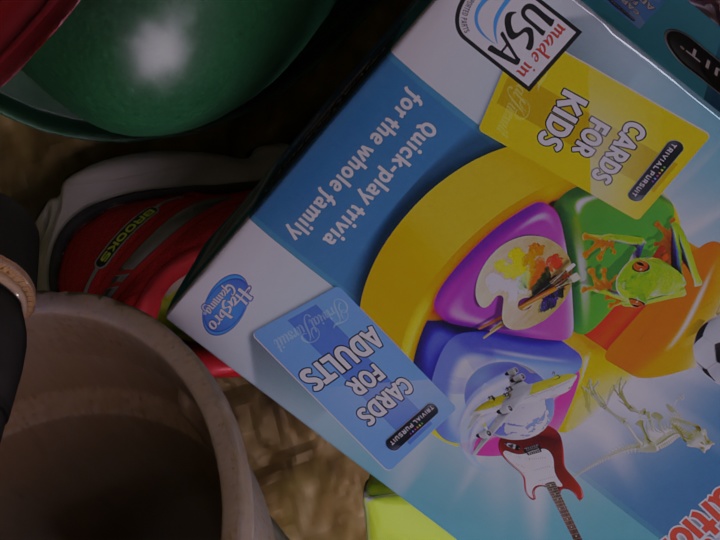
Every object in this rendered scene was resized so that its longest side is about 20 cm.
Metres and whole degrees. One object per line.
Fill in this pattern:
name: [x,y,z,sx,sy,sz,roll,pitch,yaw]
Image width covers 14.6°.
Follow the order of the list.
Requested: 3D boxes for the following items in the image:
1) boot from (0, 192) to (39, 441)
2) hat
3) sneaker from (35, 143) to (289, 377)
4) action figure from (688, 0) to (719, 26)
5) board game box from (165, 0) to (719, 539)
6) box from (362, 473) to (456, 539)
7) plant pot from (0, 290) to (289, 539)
boot: [-0.189,0.048,0.740,0.199,0.139,0.078,-5,149,10]
hat: [-0.042,-0.065,0.748,0.200,0.176,0.166,-36,126,3]
sneaker: [0.000,0.000,0.859,0.199,0.085,0.077,-16,125,-21]
action figure: [0.106,-0.037,0.797,0.130,0.070,0.200,-34,133,24]
board game box: [0.072,0.015,0.748,0.200,0.047,0.151,38,122,-7]
box: [0.105,0.062,0.868,0.199,0.122,0.048,-2,106,6]
plant pot: [-0.069,0.138,0.802,0.200,0.201,0.183,-40,134,6]
